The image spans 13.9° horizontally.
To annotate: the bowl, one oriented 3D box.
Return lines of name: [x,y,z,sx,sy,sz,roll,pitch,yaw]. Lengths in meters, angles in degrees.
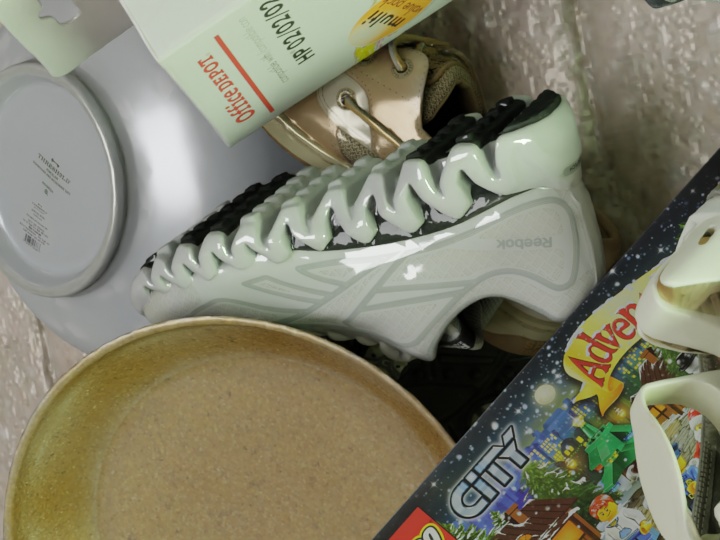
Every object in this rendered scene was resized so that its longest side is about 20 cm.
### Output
bowl: [-0.101,-0.044,1.224,0.200,0.090,0.202,11,106,42]

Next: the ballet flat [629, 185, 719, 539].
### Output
ballet flat: [0.117,0.028,0.936,0.068,0.063,0.201,108,167,-53]

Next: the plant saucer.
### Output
plant saucer: [-0.035,0.105,1.102,0.199,0.035,0.201,7,112,17]

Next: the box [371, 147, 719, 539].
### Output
box: [0.112,0.071,0.999,0.136,0.038,0.200,38,83,30]

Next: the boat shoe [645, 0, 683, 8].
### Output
boat shoe: [0.168,-0.128,0.957,0.199,0.074,0.068,-14,104,31]

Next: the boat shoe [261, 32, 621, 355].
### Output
boat shoe: [0.020,-0.059,1.124,0.200,0.071,0.065,45,123,15]

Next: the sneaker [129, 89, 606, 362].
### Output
sneaker: [0.000,0.000,1.072,0.199,0.075,0.081,-15,105,36]

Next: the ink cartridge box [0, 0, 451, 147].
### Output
ink cartridge box: [-0.027,-0.114,1.051,0.199,0.115,0.068,-33,73,2]

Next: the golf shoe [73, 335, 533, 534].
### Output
golf shoe: [-0.023,0.045,1.159,0.199,0.088,0.078,-13,119,11]

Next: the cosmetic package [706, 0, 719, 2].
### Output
cosmetic package: [0.155,-0.169,0.893,0.150,0.201,0.052,6,147,44]
